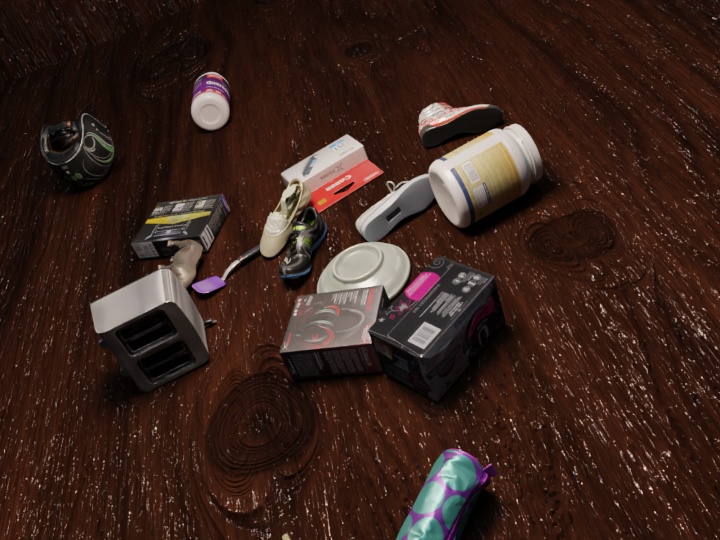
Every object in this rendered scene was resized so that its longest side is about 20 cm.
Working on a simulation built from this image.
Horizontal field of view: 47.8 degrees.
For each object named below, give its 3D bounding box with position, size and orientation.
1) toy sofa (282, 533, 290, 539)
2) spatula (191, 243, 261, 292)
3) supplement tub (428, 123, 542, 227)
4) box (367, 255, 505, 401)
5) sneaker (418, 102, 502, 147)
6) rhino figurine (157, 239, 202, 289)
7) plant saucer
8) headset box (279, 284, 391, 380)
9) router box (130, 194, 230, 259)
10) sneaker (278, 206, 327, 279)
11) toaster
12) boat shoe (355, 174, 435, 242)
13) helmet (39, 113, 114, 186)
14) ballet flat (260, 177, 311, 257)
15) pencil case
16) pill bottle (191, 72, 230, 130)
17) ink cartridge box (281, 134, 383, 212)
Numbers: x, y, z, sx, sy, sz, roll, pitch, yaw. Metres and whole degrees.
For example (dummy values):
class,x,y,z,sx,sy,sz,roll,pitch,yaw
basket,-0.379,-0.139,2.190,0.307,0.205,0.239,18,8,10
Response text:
class,x,y,z,sx,sy,sz,roll,pitch,yaw
toy sofa,-0.144,0.464,1.091,0.198,0.084,0.097,-33,37,-13
spatula,-0.276,-0.008,1.776,0.199,0.021,0.056,-38,39,-19
supplement tub,0.250,-0.191,1.621,0.197,0.146,0.145,-28,37,-7
box,0.132,0.096,1.364,0.131,0.116,0.200,22,57,41
sneaker,0.229,-0.364,1.902,0.197,0.068,0.109,-18,40,11
rhino figurine,-0.400,0.006,1.792,0.085,0.061,0.203,-7,42,11
plant saucer,0.000,0.000,1.600,0.195,0.051,0.202,-15,38,11
headset box,-0.030,0.110,1.461,0.195,0.076,0.150,-7,39,20
router box,-0.429,-0.104,1.944,0.195,0.053,0.159,-5,40,23
sneaker,-0.129,-0.058,1.708,0.069,0.084,0.202,-2,42,25
toaster,-0.394,0.112,1.566,0.196,0.183,0.119,-25,40,-2
boat shoe,0.072,-0.143,1.723,0.201,0.075,0.086,-40,36,-5
helmet,-0.793,-0.341,2.305,0.195,0.191,0.206,-4,76,15
ballet flat,-0.172,-0.123,1.799,0.068,0.070,0.203,6,55,32
pencil case,0.108,0.344,1.102,0.091,0.086,0.201,-8,37,44
pill bottle,-0.436,-0.503,2.376,0.110,0.114,0.202,-18,38,6
ink cartridge box,-0.069,-0.231,1.917,0.198,0.045,0.176,-32,37,-11
